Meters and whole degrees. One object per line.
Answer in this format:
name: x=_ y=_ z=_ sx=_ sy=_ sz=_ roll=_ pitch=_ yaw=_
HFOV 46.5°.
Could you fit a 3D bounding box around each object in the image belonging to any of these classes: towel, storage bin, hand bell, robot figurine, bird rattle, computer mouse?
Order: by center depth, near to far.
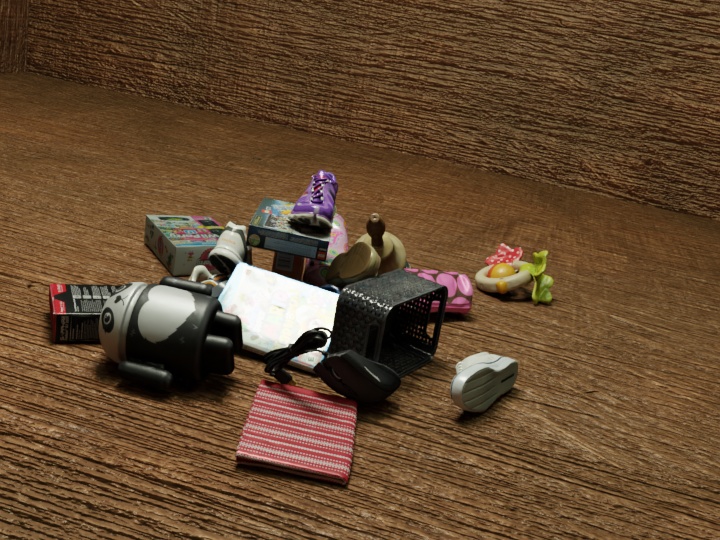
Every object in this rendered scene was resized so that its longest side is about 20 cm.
towel: x=-0.078 y=0.206 z=1.087 sx=0.143 sy=0.023 sz=0.200 roll=12 pitch=19 yaw=-1
robot figurine: x=-0.268 y=0.085 z=1.180 sx=0.197 sy=0.127 sz=0.150 roll=12 pitch=10 yaw=5
computer mouse: x=-0.043 y=0.157 z=1.181 sx=0.199 sy=0.139 sz=0.046 roll=36 pitch=41 yaw=-39
storage bin: x=0.046 y=0.087 z=1.331 sx=0.093 sy=0.137 sz=0.199 roll=20 pitch=20 yaw=29
hand bell: x=0.027 y=-0.055 z=1.436 sx=0.103 sy=0.105 sz=0.200 roll=12 pitch=-18 yaw=7
bird rattle: x=0.325 y=0.000 z=1.837 sx=0.161 sy=0.114 sz=0.199 roll=-19 pitch=26 yaw=-26

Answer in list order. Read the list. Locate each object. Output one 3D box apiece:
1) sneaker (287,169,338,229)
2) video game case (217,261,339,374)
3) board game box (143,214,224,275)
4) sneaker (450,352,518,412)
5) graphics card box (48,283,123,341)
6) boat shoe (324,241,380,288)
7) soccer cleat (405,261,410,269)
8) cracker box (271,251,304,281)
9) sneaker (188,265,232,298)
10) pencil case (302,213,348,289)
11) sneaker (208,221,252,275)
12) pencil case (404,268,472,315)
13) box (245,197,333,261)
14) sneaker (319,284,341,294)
sneaker: x=-0.077 y=-0.127 z=1.443 sx=0.080 sy=0.084 sz=0.200 roll=12 pitch=19 yaw=-2
video game case: x=-0.132 y=0.072 z=1.327 sx=0.198 sy=0.018 sz=0.144 roll=18 pitch=55 yaw=10
board game box: x=-0.334 y=-0.053 z=1.679 sx=0.146 sy=0.065 sz=0.200 roll=-1 pitch=22 yaw=-32
sneaker: x=0.175 y=0.169 z=1.284 sx=0.070 sy=0.074 sz=0.199 roll=10 pitch=6 yaw=31
graphics card box: x=-0.379 y=0.065 z=1.306 sx=0.197 sy=0.052 sz=0.125 roll=1 pitch=19 yaw=-24
boat shoe: x=0.000 y=0.000 z=1.416 sx=0.064 sy=0.072 sz=0.200 roll=29 pitch=-11 yaw=-14
soccer cleat: x=0.010 y=0.021 z=1.666 sx=0.197 sy=0.074 sz=0.069 roll=-1 pitch=42 yaw=20
cracker box: x=-0.133 y=-0.012 z=1.545 sx=0.057 sy=0.136 sz=0.200 roll=9 pitch=17 yaw=-4
sneaker: x=-0.219 y=0.054 z=1.388 sx=0.198 sy=0.080 sz=0.078 roll=23 pitch=21 yaw=30
pencil case: x=-0.067 y=-0.032 z=1.638 sx=0.086 sy=0.088 sz=0.201 roll=9 pitch=35 yaw=-4
sneaker: x=-0.214 y=-0.016 z=1.477 sx=0.073 sy=0.081 sz=0.200 roll=17 pitch=-21 yaw=3
pencil case: x=0.128 y=0.046 z=1.592 sx=0.198 sy=0.092 sz=0.094 roll=0 pitch=26 yaw=-35
box: x=-0.118 y=-0.075 z=1.457 sx=0.135 sy=0.038 sz=0.200 roll=11 pitch=18 yaw=-2
sneaker: x=-0.043 y=0.064 z=1.441 sx=0.076 sy=0.086 sz=0.200 roll=14 pitch=17 yaw=12
